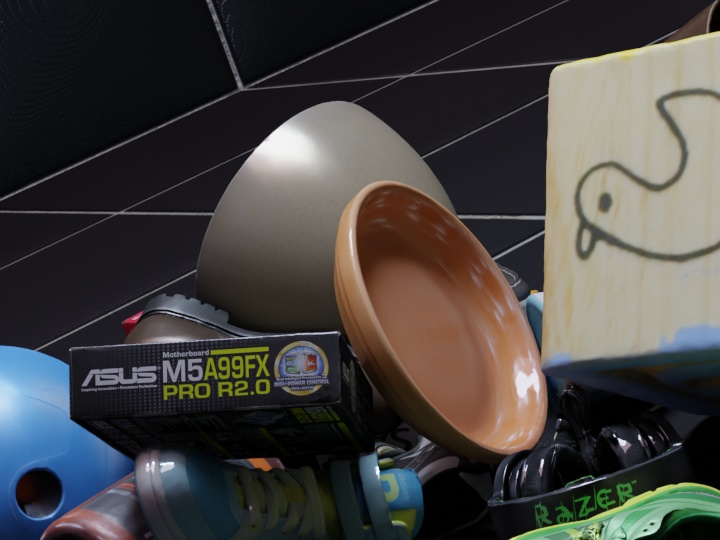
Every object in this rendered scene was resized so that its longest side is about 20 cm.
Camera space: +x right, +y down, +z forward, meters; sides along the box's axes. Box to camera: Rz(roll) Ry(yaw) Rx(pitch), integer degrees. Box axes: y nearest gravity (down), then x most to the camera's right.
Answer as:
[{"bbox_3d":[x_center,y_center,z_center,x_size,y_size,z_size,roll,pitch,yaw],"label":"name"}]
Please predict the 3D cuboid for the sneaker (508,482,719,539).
[{"bbox_3d":[0.134,0.170,1.227,0.200,0.074,0.084,-25,10,-21],"label":"sneaker"}]

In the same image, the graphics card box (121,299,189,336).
[{"bbox_3d":[-0.097,0.086,1.776,0.051,0.126,0.200,-28,15,-35],"label":"graphics card box"}]

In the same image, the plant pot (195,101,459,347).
[{"bbox_3d":[0.000,0.000,1.590,0.134,0.201,0.200,32,44,30],"label":"plant pot"}]

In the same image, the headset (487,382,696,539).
[{"bbox_3d":[0.139,0.118,1.379,0.123,0.094,0.200,-18,-3,8],"label":"headset"}]

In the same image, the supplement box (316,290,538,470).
[{"bbox_3d":[0.046,0.091,1.658,0.126,0.074,0.200,-11,17,36],"label":"supplement box"}]

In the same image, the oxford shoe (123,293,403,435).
[{"bbox_3d":[-0.069,0.082,1.519,0.200,0.073,0.084,13,32,13],"label":"oxford shoe"}]

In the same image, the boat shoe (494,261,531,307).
[{"bbox_3d":[0.053,0.008,1.698,0.067,0.057,0.200,-26,13,-30],"label":"boat shoe"}]

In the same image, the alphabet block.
[{"bbox_3d":[0.243,-0.025,1.416,0.195,0.200,0.196,-9,-17,39],"label":"alphabet block"}]

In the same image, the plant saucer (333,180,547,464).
[{"bbox_3d":[0.047,0.037,1.451,0.037,0.200,0.200,-32,7,27],"label":"plant saucer"}]

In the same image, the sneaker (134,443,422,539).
[{"bbox_3d":[-0.039,0.136,1.347,0.130,0.080,0.200,-23,-31,18],"label":"sneaker"}]

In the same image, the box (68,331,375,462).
[{"bbox_3d":[-0.079,0.081,1.376,0.160,0.044,0.200,-4,-13,6],"label":"box"}]

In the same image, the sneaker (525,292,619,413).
[{"bbox_3d":[0.185,0.041,1.551,0.130,0.080,0.200,-17,-8,2],"label":"sneaker"}]

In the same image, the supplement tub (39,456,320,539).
[{"bbox_3d":[-0.113,0.171,1.498,0.107,0.107,0.200,-7,17,43],"label":"supplement tub"}]

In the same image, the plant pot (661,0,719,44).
[{"bbox_3d":[0.281,-0.112,1.956,0.200,0.187,0.187,-29,6,37],"label":"plant pot"}]

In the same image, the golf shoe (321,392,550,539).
[{"bbox_3d":[0.069,0.135,1.496,0.200,0.078,0.094,-29,37,-33],"label":"golf shoe"}]

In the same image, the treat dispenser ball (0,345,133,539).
[{"bbox_3d":[-0.254,0.153,1.574,0.200,0.201,0.201,-19,14,5],"label":"treat dispenser ball"}]
